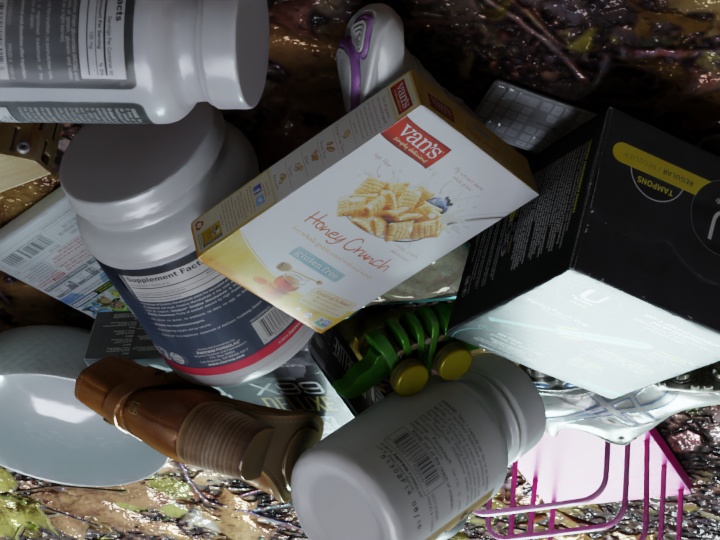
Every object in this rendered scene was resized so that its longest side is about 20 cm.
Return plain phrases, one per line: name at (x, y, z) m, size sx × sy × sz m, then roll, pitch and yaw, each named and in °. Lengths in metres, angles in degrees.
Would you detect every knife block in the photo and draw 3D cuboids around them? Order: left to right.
knife block at (-0.330, -0.078, 1.658) m, size 0.200 × 0.064 × 0.176 m, roll 11°, pitch 148°, yaw -4°

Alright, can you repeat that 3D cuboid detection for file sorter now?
file sorter at (0.187, 0.197, 1.895) m, size 0.139 × 0.126 × 0.200 m, roll -9°, pitch 143°, yaw 25°

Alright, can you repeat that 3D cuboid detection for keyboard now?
keyboard at (0.176, -0.089, 1.568) m, size 0.200 × 0.011 × 0.056 m, roll 18°, pitch 146°, yaw -14°

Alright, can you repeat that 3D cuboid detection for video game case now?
video game case at (-0.179, -0.014, 1.758) m, size 0.182 × 0.022 × 0.200 m, roll 30°, pitch 141°, yaw -29°

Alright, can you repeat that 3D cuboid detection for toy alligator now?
toy alligator at (0.067, 0.046, 1.709) m, size 0.200 × 0.059 × 0.054 m, roll -20°, pitch 132°, yaw -23°

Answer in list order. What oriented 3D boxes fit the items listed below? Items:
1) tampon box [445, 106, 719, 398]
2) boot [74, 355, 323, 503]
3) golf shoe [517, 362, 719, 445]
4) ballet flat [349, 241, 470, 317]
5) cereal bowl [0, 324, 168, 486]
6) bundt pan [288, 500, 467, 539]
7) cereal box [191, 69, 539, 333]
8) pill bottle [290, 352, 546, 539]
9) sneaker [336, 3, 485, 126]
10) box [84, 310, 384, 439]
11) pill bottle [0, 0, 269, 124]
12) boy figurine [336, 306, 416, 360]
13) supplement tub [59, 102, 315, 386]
tampon box at (0.179, -0.007, 1.543) m, size 0.150 × 0.126 × 0.200 m, roll 22°, pitch 159°, yaw -17°
boot at (-0.123, 0.121, 1.696) m, size 0.155 × 0.077 × 0.200 m, roll 21°, pitch -175°, yaw 20°
golf shoe at (0.228, 0.097, 1.760) m, size 0.200 × 0.078 × 0.097 m, roll 2°, pitch 126°, yaw 26°
ballet flat at (0.000, 0.000, 1.716) m, size 0.200 × 0.067 × 0.062 m, roll -12°, pitch 114°, yaw 24°
cereal bowl at (-0.255, 0.106, 1.902) m, size 0.200 × 0.083 × 0.200 m, roll 6°, pitch 147°, yaw 4°
bundt pan at (0.009, 0.186, 1.931) m, size 0.202 × 0.076 × 0.202 m, roll 16°, pitch 158°, yaw 7°
cereal box at (0.003, -0.043, 1.506) m, size 0.200 × 0.040 × 0.144 m, roll -33°, pitch 139°, yaw 24°
pill bottle at (0.051, 0.147, 1.714) m, size 0.114 × 0.200 × 0.114 m, roll 26°, pitch 131°, yaw 34°
sneaker at (0.037, -0.116, 1.519) m, size 0.099 × 0.075 × 0.200 m, roll -11°, pitch 143°, yaw -1°
box at (-0.098, 0.089, 1.758) m, size 0.200 × 0.050 × 0.158 m, roll -3°, pitch 146°, yaw 22°
pill bottle at (-0.168, -0.155, 1.453) m, size 0.200 × 0.116 × 0.116 m, roll 2°, pitch 146°, yaw 11°
boy figurine at (-0.027, 0.071, 1.813) m, size 0.200 × 0.064 × 0.124 m, roll -6°, pitch 142°, yaw 27°
supplement tub at (-0.121, -0.024, 1.605) m, size 0.140 × 0.140 × 0.200 m, roll -8°, pitch 134°, yaw 24°
